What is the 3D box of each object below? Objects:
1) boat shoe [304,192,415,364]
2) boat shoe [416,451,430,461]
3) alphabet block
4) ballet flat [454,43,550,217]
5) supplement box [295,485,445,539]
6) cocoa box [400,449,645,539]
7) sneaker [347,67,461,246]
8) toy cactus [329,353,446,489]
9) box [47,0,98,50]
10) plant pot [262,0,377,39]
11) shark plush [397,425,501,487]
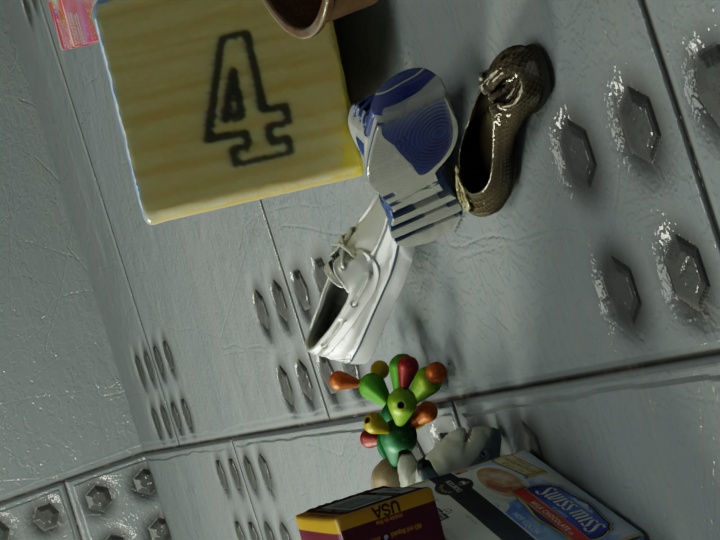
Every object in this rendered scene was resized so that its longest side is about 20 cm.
[{"bbox_3d":[0.000,0.000,1.530,0.074,0.065,0.202,-119,40,-55],"label":"boat shoe"},{"bbox_3d":[0.094,0.253,1.552,0.072,0.070,0.202,178,74,-71],"label":"boat shoe"},{"bbox_3d":[-0.115,-0.173,1.511,0.196,0.197,0.199,-107,4,-73],"label":"alphabet block"},{"bbox_3d":[0.095,-0.100,1.268,0.200,0.046,0.068,111,140,-62],"label":"ballet flat"},{"bbox_3d":[0.027,0.276,1.320,0.110,0.085,0.203,162,93,-71],"label":"supplement box"},{"bbox_3d":[0.129,0.249,1.345,0.200,0.130,0.135,-148,46,-63],"label":"cocoa box"},{"bbox_3d":[0.025,-0.112,1.380,0.200,0.080,0.116,79,168,-62],"label":"sneaker"},{"bbox_3d":[0.026,0.159,1.587,0.200,0.101,0.167,142,132,-74],"label":"toy cactus"},{"bbox_3d":[-0.390,-0.416,2.353,0.102,0.094,0.203,-167,62,-69],"label":"box"},{"bbox_3d":[0.028,-0.270,1.067,0.200,0.196,0.203,162,90,-73],"label":"plant pot"},{"bbox_3d":[0.081,0.236,1.465,0.091,0.082,0.203,136,136,-74],"label":"shark plush"}]
